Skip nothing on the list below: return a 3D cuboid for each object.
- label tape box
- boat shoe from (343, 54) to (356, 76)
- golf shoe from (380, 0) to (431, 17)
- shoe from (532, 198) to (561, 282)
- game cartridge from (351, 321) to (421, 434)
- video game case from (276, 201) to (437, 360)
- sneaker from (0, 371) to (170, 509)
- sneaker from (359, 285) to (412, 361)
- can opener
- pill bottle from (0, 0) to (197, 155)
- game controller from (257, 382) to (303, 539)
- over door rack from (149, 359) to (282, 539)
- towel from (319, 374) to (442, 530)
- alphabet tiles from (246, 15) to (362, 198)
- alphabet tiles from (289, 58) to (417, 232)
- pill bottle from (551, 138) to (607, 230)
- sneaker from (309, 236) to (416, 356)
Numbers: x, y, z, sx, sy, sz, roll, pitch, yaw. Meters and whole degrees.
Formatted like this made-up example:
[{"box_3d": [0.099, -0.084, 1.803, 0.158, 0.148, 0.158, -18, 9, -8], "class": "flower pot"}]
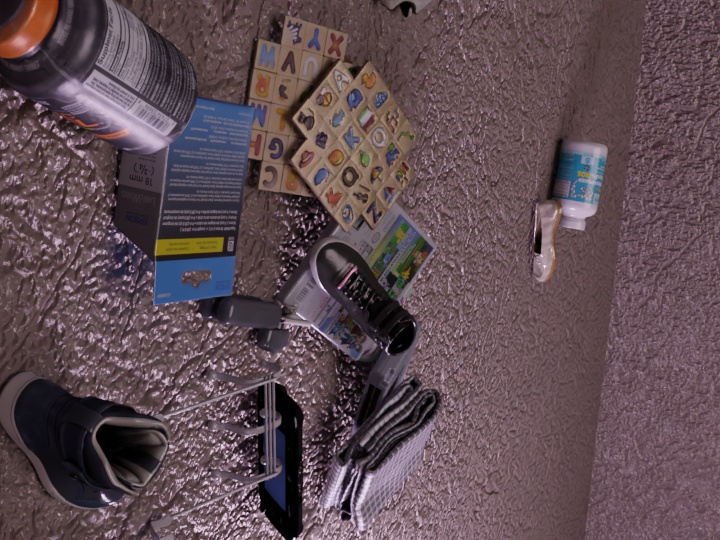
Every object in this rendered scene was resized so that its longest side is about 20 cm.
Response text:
[{"box_3d": [-0.180, -0.075, 1.004, 0.144, 0.062, 0.204, -6, 106, -64], "class": "label tape box"}, {"box_3d": [-0.034, -0.175, 1.268, 0.072, 0.071, 0.203, -38, 134, -35], "class": "boat shoe"}, {"box_3d": [0.083, -0.413, 1.416, 0.199, 0.078, 0.099, -14, 130, -56], "class": "golf shoe"}, {"box_3d": [0.414, -0.068, 2.246, 0.052, 0.070, 0.204, -5, 116, -19], "class": "shoe"}, {"box_3d": [0.042, 0.164, 1.522, 0.134, 0.040, 0.201, -51, 165, -37], "class": "game cartridge"}, {"box_3d": [0.000, 0.000, 1.333, 0.201, 0.022, 0.182, -54, 134, -5], "class": "video game case"}, {"box_3d": [-0.232, 0.181, 0.917, 0.078, 0.144, 0.204, -64, 152, -29], "class": "sneaker"}, {"box_3d": [0.017, 0.024, 1.435, 0.140, 0.076, 0.203, 42, 63, -62], "class": "sneaker"}, {"box_3d": [-0.123, 0.062, 1.192, 0.199, 0.052, 0.068, 23, 82, -64], "class": "can opener"}, {"box_3d": [-0.229, -0.178, 0.816, 0.200, 0.105, 0.108, 30, 74, -63], "class": "pill bottle"}, {"box_3d": [-0.103, 0.244, 1.260, 0.041, 0.104, 0.204, -8, 112, -21], "class": "game controller"}, {"box_3d": [-0.175, 0.201, 1.144, 0.198, 0.066, 0.150, -24, 123, -44], "class": "over door rack"}, {"box_3d": [0.035, 0.276, 1.478, 0.200, 0.085, 0.167, -41, 159, -37], "class": "towel"}, {"box_3d": [-0.069, -0.192, 1.180, 0.165, 0.006, 0.204, 5, 98, -43], "class": "alphabet tiles"}, {"box_3d": [-0.005, -0.154, 1.229, 0.167, 0.006, 0.201, -53, 130, -18], "class": "alphabet tiles"}, {"box_3d": [0.509, -0.200, 2.310, 0.110, 0.109, 0.204, -2, 102, -63], "class": "pill bottle"}, {"box_3d": [0.012, 0.036, 1.276, 0.071, 0.099, 0.201, -46, 132, -9], "class": "sneaker"}]
